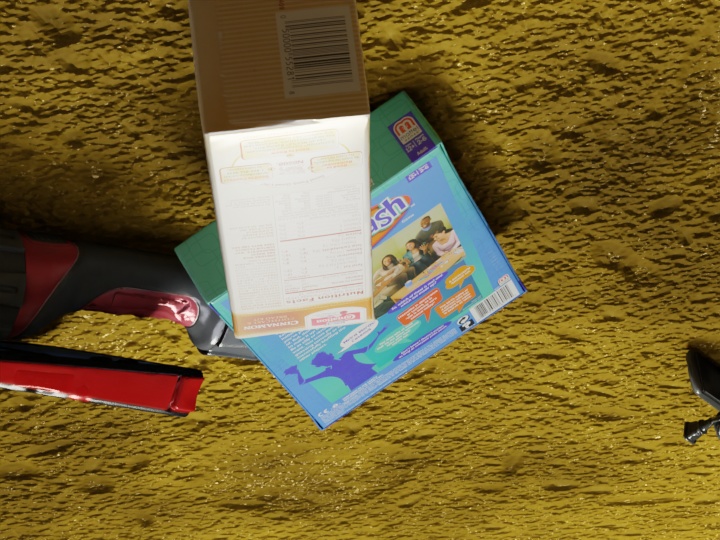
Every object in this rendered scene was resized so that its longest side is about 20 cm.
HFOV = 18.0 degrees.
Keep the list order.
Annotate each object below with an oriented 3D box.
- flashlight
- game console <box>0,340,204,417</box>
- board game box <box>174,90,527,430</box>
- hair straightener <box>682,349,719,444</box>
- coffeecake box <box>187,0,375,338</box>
[{"bbox_3d":[-0.141,0.018,1.306,0.200,0.068,0.068,10,147,-31],"label":"flashlight"},{"bbox_3d":[-0.206,0.051,1.294,0.177,0.031,0.200,13,174,-40],"label":"game console"},{"bbox_3d":[0.000,0.000,1.281,0.152,0.045,0.200,-34,151,0],"label":"board game box"},{"bbox_3d":[0.267,0.098,1.626,0.077,0.041,0.200,-18,156,19],"label":"hair straightener"},{"bbox_3d":[-0.037,-0.082,1.045,0.073,0.154,0.200,-7,154,-3],"label":"coffeecake box"}]
